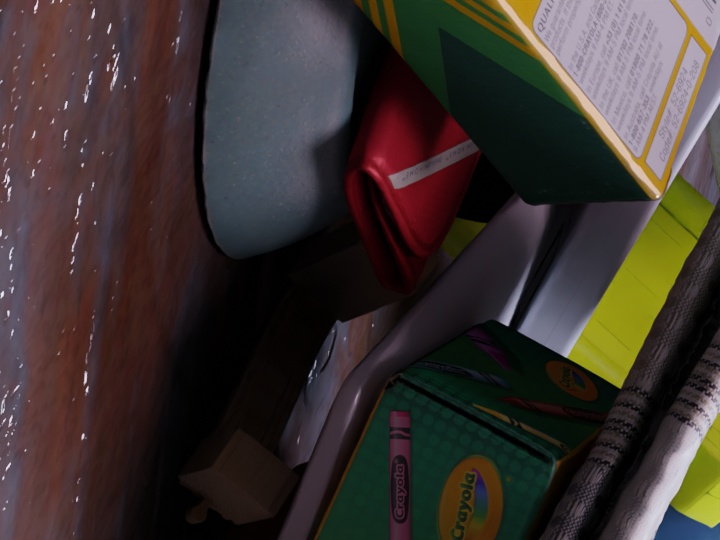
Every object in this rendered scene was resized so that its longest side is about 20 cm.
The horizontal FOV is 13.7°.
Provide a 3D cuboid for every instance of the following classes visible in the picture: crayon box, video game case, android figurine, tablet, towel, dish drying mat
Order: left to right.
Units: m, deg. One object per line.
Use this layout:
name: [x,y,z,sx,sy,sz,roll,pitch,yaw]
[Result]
crayon box: [0.009,0.122,0.929,0.201,0.058,0.119,-65,169,13]
tablet: [0.015,0.048,0.973,0.200,0.014,0.131,-46,161,-58]
crayon box: [0.035,-0.126,0.823,0.200,0.051,0.126,47,54,-40]
dish drying mat: [0.042,-0.094,0.923,0.201,0.018,0.077,-66,154,-25]
towel: [0.089,0.070,0.938,0.201,0.034,0.193,-62,169,-16]
android figurine: [0.115,0.023,1.193,0.041,0.200,0.182,-47,-177,32]
video game case: [0.105,-0.072,1.071,0.182,0.023,0.200,-72,-174,-46]

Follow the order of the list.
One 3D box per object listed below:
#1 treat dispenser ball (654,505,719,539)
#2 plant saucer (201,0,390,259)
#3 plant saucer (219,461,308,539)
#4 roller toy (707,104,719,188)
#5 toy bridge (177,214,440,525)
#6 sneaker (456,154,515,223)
treat dispenser ball: [0.099,0.152,1.255,0.201,0.200,0.202,16,90,-78]
plant saucer: [0.005,-0.096,0.907,0.200,0.036,0.201,16,90,-77]
plant saucer: [-0.045,0.162,1.030,0.200,0.032,0.201,16,90,-78]
roller toy: [0.228,-0.070,1.184,0.200,0.182,0.141,19,-55,66]
toy bridge: [0.000,0.000,0.960,0.200,0.027,0.067,-55,-166,-21]
sneaker: [0.058,-0.107,1.029,0.111,0.076,0.201,-73,179,-52]
